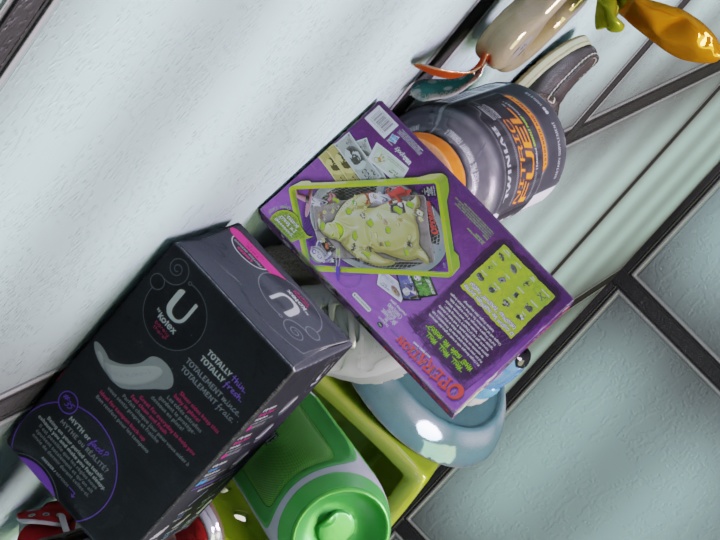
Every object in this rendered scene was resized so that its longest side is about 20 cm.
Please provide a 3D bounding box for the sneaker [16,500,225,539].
[{"bbox_3d":[-0.190,0.204,1.693,0.112,0.072,0.200,-21,-172,-32],"label":"sneaker"}]

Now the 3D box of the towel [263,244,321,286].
[{"bbox_3d":[0.000,0.000,1.705,0.132,0.035,0.200,-5,172,8],"label":"towel"}]

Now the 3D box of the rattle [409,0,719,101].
[{"bbox_3d":[0.146,-0.149,1.624,0.130,0.143,0.200,-28,-167,50],"label":"rattle"}]

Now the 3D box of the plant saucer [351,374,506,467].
[{"bbox_3d":[0.055,0.070,1.849,0.027,0.200,0.200,-37,175,33],"label":"plant saucer"}]

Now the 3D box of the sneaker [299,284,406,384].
[{"bbox_3d":[-0.033,0.043,1.614,0.199,0.077,0.080,-7,167,30],"label":"sneaker"}]

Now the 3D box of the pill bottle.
[{"bbox_3d":[0.076,-0.080,1.692,0.106,0.106,0.200,-49,169,26],"label":"pill bottle"}]

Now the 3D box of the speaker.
[{"bbox_3d":[-0.044,0.144,1.576,0.088,0.088,0.200,-44,-153,1],"label":"speaker"}]

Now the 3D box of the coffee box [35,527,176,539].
[{"bbox_3d":[-0.233,0.239,1.585,0.199,0.080,0.113,-17,-178,25],"label":"coffee box"}]

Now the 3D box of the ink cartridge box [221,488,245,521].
[{"bbox_3d":[-0.055,0.185,2.096,0.200,0.145,0.084,-42,-147,-15],"label":"ink cartridge box"}]

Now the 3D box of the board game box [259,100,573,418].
[{"bbox_3d":[0.039,-0.009,1.562,0.120,0.200,0.032,-41,171,-13],"label":"board game box"}]

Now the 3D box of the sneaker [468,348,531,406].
[{"bbox_3d":[0.088,0.005,1.824,0.090,0.201,0.078,-27,171,34],"label":"sneaker"}]

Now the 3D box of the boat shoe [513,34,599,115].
[{"bbox_3d":[0.138,-0.118,1.900,0.200,0.065,0.073,-44,168,-8],"label":"boat shoe"}]

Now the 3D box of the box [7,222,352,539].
[{"bbox_3d":[-0.123,0.083,1.509,0.200,0.122,0.106,-47,170,22],"label":"box"}]

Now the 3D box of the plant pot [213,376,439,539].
[{"bbox_3d":[-0.037,0.141,1.904,0.199,0.200,0.181,-50,174,28],"label":"plant pot"}]
